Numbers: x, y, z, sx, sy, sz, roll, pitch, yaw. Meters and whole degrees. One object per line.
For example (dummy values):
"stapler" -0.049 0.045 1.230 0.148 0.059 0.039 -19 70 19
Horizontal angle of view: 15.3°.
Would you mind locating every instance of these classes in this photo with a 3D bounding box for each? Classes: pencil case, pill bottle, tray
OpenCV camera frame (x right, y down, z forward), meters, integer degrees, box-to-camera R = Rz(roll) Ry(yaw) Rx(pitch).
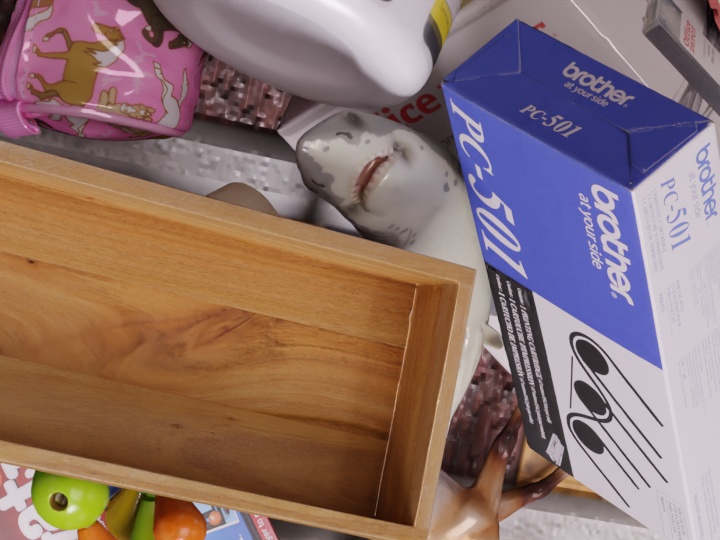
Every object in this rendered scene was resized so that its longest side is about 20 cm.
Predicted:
"pencil case" -0.090 -0.146 1.021 0.086 0.083 0.200 8 93 1
"pill bottle" 0.007 -0.169 0.984 0.112 0.112 0.200 31 72 -23
"tray" -0.061 0.026 0.891 0.200 0.037 0.099 15 81 -29

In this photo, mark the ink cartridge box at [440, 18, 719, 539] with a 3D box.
"ink cartridge box" 0.092 0.010 0.975 0.044 0.094 0.200 -39 140 -22

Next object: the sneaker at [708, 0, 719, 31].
"sneaker" 0.207 -0.100 1.046 0.200 0.082 0.078 37 51 -30

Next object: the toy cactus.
"toy cactus" -0.094 0.028 0.954 0.165 0.102 0.200 -41 106 -35

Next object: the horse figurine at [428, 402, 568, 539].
"horse figurine" 0.021 0.075 1.109 0.200 0.050 0.133 44 73 -23

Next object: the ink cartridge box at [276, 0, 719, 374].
"ink cartridge box" 0.088 -0.041 1.064 0.200 0.146 0.085 47 37 -18

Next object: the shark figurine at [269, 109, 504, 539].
"shark figurine" 0.009 0.010 1.029 0.128 0.089 0.215 -25 134 -33

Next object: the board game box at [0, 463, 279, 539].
"board game box" -0.092 0.093 1.007 0.103 0.019 0.200 -30 106 -17
